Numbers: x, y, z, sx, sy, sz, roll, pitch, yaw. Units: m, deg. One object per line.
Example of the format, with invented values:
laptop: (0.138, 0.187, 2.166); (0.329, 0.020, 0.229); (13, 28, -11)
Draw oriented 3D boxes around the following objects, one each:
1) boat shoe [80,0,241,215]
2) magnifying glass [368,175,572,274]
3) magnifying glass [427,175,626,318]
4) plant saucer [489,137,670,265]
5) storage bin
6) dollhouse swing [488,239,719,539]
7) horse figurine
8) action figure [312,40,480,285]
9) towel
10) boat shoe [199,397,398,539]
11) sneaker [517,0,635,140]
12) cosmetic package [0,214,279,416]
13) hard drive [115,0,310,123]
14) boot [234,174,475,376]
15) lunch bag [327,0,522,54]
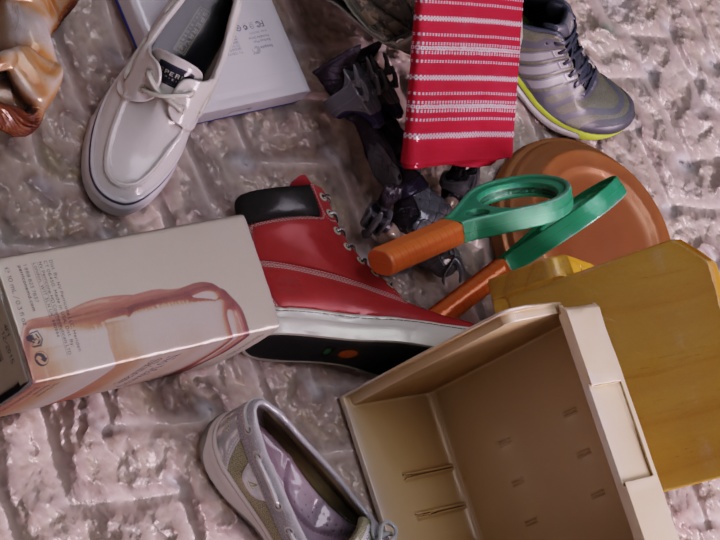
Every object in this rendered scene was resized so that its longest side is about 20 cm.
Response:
boat shoe: (-0.137, -0.134, 1.365); (0.072, 0.066, 0.201); (32, 68, -7)
magnifying glass: (0.083, -0.037, 1.434); (0.199, 0.079, 0.023); (-26, 117, -40)
magnifying glass: (0.130, -0.013, 1.506); (0.199, 0.080, 0.022); (-34, 95, -17)
plant saucer: (0.196, -0.024, 1.611); (0.199, 0.037, 0.202); (17, 59, -31)
storage bin: (0.107, 0.148, 1.354); (0.093, 0.198, 0.201); (-5, 72, -42)
dollhouse swing: (0.211, 0.082, 1.426); (0.182, 0.175, 0.202); (12, 62, -70)
horse figurine: (-0.247, -0.165, 1.323); (0.132, 0.050, 0.201); (29, 44, -44)
action figure: (0.031, -0.079, 1.492); (0.130, 0.069, 0.201); (-28, 92, -53)
towel: (0.079, -0.177, 1.453); (0.144, 0.022, 0.202); (-8, 105, -54)
boat shoe: (-0.028, 0.174, 1.325); (0.202, 0.065, 0.074); (51, 48, -6)
sneaker: (0.164, -0.184, 1.634); (0.199, 0.081, 0.074); (33, 53, -21)
cosmetic package: (-0.167, 0.031, 1.264); (0.199, 0.103, 0.088); (-13, 79, -39)
hard drive: (-0.130, -0.214, 1.460); (0.131, 0.025, 0.201); (-17, 80, -41)
boot: (0.000, 0.000, 1.425); (0.199, 0.072, 0.145); (10, 61, -26)
lunch bag: (0.042, -0.248, 1.523); (0.164, 0.117, 0.201); (8, 60, -59)
